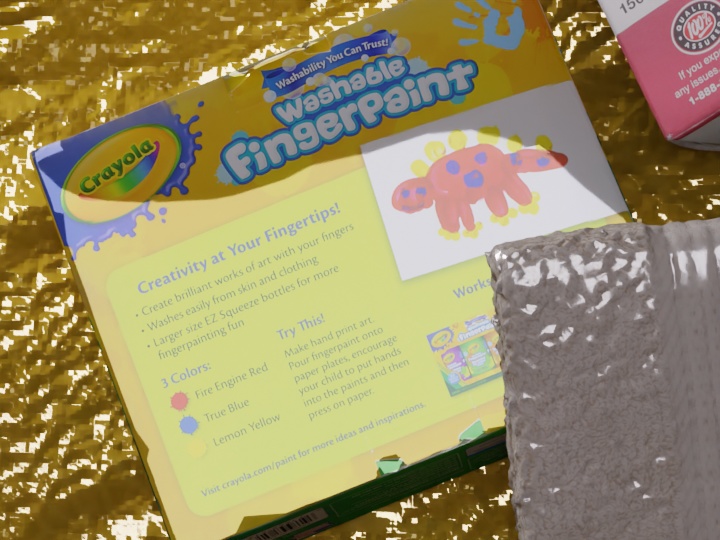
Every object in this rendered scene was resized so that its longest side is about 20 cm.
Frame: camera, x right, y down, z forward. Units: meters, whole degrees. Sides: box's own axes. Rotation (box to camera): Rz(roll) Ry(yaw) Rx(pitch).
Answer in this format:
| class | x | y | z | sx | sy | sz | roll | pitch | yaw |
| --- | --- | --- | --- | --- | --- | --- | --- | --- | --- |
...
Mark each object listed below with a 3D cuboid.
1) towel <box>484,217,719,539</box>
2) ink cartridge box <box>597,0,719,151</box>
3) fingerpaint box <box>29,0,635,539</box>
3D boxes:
| class | x | y | z | sx | sy | sz | roll | pitch | yaw |
| --- | --- | --- | --- | --- | --- | --- | --- | --- | --- |
| towel | 0.117 | 0.077 | 0.858 | 0.132 | 0.034 | 0.201 | -8 | 105 | -4 |
| ink cartridge box | 0.143 | -0.166 | 0.908 | 0.146 | 0.083 | 0.200 | -32 | 74 | 28 |
| fingerpaint box | 0.000 | 0.000 | 0.918 | 0.200 | 0.073 | 0.167 | -23 | 76 | 0 |
